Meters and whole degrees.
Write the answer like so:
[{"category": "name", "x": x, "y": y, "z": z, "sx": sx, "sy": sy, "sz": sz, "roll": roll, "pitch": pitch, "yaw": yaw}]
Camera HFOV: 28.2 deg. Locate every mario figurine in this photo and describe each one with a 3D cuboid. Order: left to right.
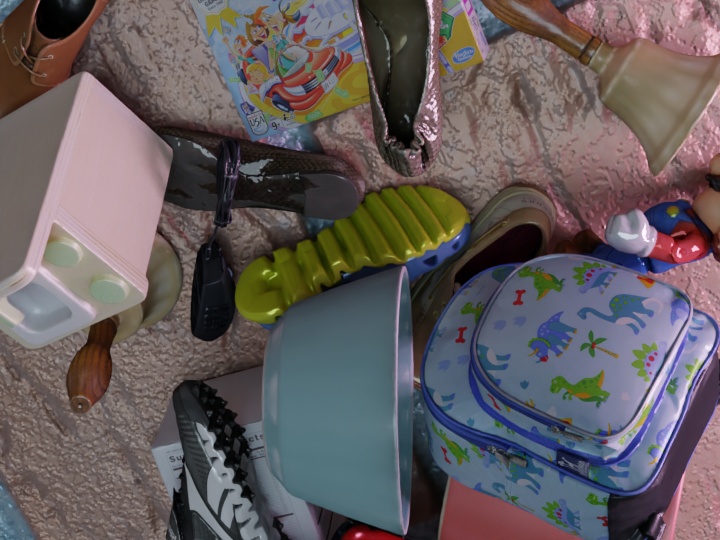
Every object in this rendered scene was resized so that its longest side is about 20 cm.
[{"category": "mario figurine", "x": 0.245, "y": -0.046, "z": 1.099, "sx": 0.199, "sy": 0.124, "sz": 0.106, "roll": -19, "pitch": 128, "yaw": 26}]

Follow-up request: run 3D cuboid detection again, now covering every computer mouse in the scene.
[{"category": "computer mouse", "x": -0.108, "y": -0.021, "z": 1.144, "sx": 0.034, "sy": 0.059, "sz": 0.201, "roll": 3, "pitch": 134, "yaw": -13}]

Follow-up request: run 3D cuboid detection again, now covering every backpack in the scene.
[{"category": "backpack", "x": 0.146, "y": 0.078, "z": 1.043, "sx": 0.199, "sy": 0.184, "sz": 0.148, "roll": 17, "pitch": 144, "yaw": 27}]

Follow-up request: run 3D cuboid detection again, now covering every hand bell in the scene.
[{"category": "hand bell", "x": -0.202, "y": 0.051, "z": 1.118, "sx": 0.103, "sy": 0.200, "sz": 0.105, "roll": 0, "pitch": 118, "yaw": 1}, {"category": "hand bell", "x": 0.167, "y": -0.170, "z": 1.076, "sx": 0.199, "sy": 0.104, "sz": 0.105, "roll": 34, "pitch": 111, "yaw": 3}]

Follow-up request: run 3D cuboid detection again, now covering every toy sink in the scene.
[{"category": "toy sink", "x": -0.231, "y": -0.023, "z": 1.068, "sx": 0.130, "sy": 0.201, "sz": 0.112, "roll": -24, "pitch": 131, "yaw": 30}]

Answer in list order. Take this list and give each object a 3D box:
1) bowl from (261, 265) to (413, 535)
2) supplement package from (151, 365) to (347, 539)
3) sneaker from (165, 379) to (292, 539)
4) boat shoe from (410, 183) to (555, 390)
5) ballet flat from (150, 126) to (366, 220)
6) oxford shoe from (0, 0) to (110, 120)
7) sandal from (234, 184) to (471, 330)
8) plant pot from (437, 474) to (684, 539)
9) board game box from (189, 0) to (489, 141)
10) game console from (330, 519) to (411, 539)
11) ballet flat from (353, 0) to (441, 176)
[{"category": "bowl", "x": -0.016, "y": 0.097, "z": 1.086, "sx": 0.104, "sy": 0.201, "sz": 0.203, "roll": 1, "pitch": 112, "yaw": 5}, {"category": "supplement package", "x": -0.085, "y": 0.197, "z": 1.221, "sx": 0.113, "sy": 0.110, "sz": 0.202, "roll": -14, "pitch": 110, "yaw": 9}, {"category": "sneaker", "x": -0.119, "y": 0.182, "z": 1.122, "sx": 0.090, "sy": 0.067, "sz": 0.201, "roll": -18, "pitch": 112, "yaw": 8}, {"category": "boat shoe", "x": 0.088, "y": 0.021, "z": 1.163, "sx": 0.074, "sy": 0.066, "sz": 0.201, "roll": 28, "pitch": 111, "yaw": -7}, {"category": "ballet flat", "x": -0.092, "y": -0.082, "z": 1.151, "sx": 0.198, "sy": 0.047, "sz": 0.068, "roll": 8, "pitch": 126, "yaw": 7}, {"category": "oxford shoe", "x": -0.251, "y": -0.173, "z": 1.108, "sx": 0.071, "sy": 0.071, "sz": 0.201, "roll": 31, "pitch": 112, "yaw": -10}, {"category": "sandal", "x": 0.000, "y": 0.000, "z": 1.166, "sx": 0.199, "sy": 0.080, "sz": 0.087, "roll": -24, "pitch": 138, "yaw": 8}, {"category": "plant pot", "x": 0.163, "y": 0.176, "z": 1.166, "sx": 0.176, "sy": 0.201, "sz": 0.202, "roll": 13, "pitch": 112, "yaw": 10}, {"category": "board game box", "x": -0.018, "y": -0.192, "z": 1.087, "sx": 0.198, "sy": 0.034, "sz": 0.135, "roll": -17, "pitch": 109, "yaw": 20}, {"category": "game console", "x": -0.019, "y": 0.281, "z": 1.165, "sx": 0.199, "sy": 0.118, "sz": 0.173, "roll": 29, "pitch": 85, "yaw": -47}, {"category": "ballet flat", "x": 0.026, "y": -0.162, "z": 1.036, "sx": 0.067, "sy": 0.046, "sz": 0.202, "roll": 0, "pitch": 115, "yaw": 14}]
